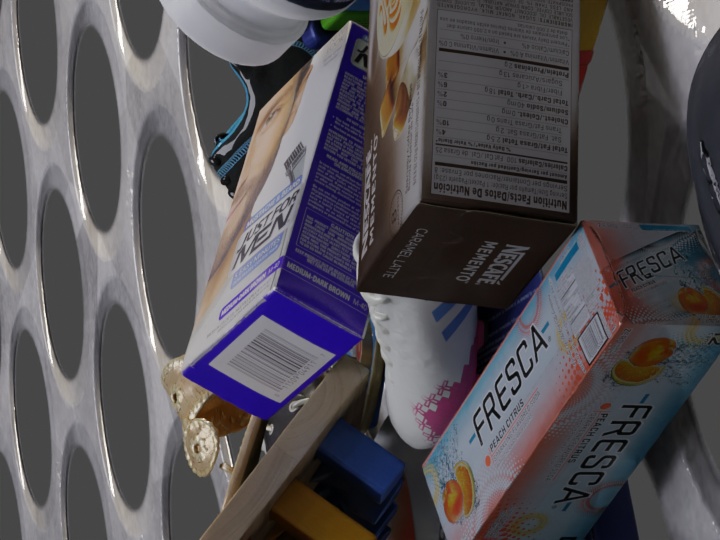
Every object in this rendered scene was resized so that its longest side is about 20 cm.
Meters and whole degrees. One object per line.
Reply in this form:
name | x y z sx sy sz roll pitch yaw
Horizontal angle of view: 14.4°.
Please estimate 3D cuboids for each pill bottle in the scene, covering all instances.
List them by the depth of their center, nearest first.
pill bottle | -0.023 -0.208 1.551 0.200 0.116 0.116 -45 48 35

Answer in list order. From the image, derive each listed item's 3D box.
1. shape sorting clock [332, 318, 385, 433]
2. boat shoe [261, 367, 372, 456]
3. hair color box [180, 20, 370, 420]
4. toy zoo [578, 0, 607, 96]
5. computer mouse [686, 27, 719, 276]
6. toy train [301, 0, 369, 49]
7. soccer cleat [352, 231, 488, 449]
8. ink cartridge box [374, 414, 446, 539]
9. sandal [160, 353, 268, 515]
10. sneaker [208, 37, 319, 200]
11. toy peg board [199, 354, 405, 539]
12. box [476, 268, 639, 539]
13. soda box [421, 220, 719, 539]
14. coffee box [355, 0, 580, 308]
shape sorting clock | 0.000 0.000 1.719 0.200 0.039 0.200 -174 90 -86
boat shoe | -0.030 0.098 1.854 0.200 0.074 0.060 -128 31 -74
hair color box | -0.029 -0.029 1.593 0.109 0.065 0.200 -41 25 47
toy zoo | 0.090 -0.151 1.478 0.200 0.020 0.131 104 154 -45
computer mouse | 0.162 -0.029 1.077 0.140 0.046 0.200 148 126 -69
toy train | -0.007 -0.241 1.675 0.116 0.084 0.200 -34 62 59
soccer cleat | 0.027 0.011 1.491 0.070 0.086 0.200 -121 36 -45
ink cartridge box | 0.046 0.105 1.648 0.162 0.050 0.200 -153 57 -69
sandal | -0.080 0.064 1.658 0.078 0.069 0.212 103 -175 -50
sneaker | -0.055 -0.051 1.767 0.073 0.082 0.200 -88 8 -77
toy peg board | -0.033 0.179 1.597 0.098 0.199 0.200 35 162 9
box | 0.094 0.084 1.496 0.121 0.032 0.200 144 119 -62
soda box | 0.102 0.062 1.368 0.200 0.068 0.064 -59 38 44
coffee box | 0.053 -0.096 1.379 0.114 0.080 0.200 124 151 -64
